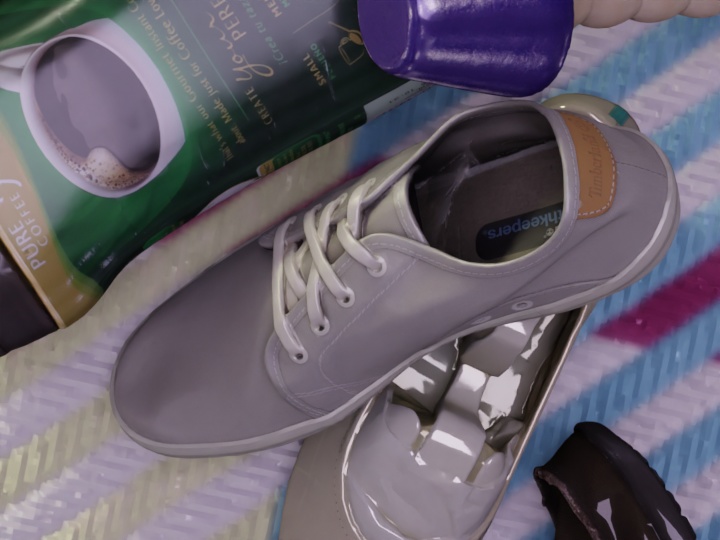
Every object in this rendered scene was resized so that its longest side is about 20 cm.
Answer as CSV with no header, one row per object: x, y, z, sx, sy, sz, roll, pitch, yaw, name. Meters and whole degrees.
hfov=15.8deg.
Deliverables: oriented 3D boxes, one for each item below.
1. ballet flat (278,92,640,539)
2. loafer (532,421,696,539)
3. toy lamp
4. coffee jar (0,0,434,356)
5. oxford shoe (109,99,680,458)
0.033,0.033,0.824,0.069,0.069,0.201,27,88,-6,ballet flat
0.082,0.149,0.826,0.071,0.073,0.201,-13,92,-7,loafer
0.093,-0.086,0.779,0.199,0.058,0.059,-11,92,-28,toy lamp
-0.069,-0.059,0.803,0.199,0.085,0.105,-33,97,-6,coffee jar
0.000,0.000,0.789,0.199,0.058,0.076,-23,60,25,oxford shoe
